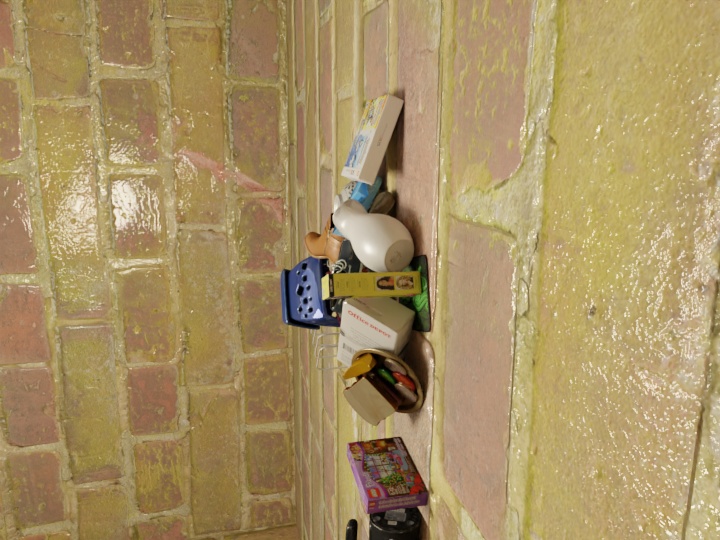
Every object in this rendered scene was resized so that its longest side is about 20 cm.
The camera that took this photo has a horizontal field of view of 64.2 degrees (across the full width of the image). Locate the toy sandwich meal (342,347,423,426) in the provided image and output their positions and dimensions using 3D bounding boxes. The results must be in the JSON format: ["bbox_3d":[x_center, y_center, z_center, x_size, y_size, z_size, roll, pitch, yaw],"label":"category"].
[{"bbox_3d":[0.042,0.257,1.257,0.204,0.070,0.206,23,136,24],"label":"toy sandwich meal"}]

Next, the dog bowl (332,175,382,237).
[{"bbox_3d":[-0.005,-0.166,1.447,0.201,0.049,0.111,-64,9,-21],"label":"dog bowl"}]

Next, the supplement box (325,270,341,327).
[{"bbox_3d":[-0.026,0.094,1.559,0.201,0.085,0.111,75,180,-50],"label":"supplement box"}]

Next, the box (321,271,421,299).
[{"bbox_3d":[0.022,0.032,1.205,0.075,0.199,0.050,151,116,-73],"label":"box"}]

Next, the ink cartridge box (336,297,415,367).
[{"bbox_3d":[0.032,0.150,1.299,0.146,0.084,0.201,29,136,21],"label":"ink cartridge box"}]

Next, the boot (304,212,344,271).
[{"bbox_3d":[-0.092,-0.092,1.580,0.200,0.076,0.156,53,149,41],"label":"boot"}]

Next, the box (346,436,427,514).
[{"bbox_3d":[0.056,0.459,1.305,0.200,0.136,0.039,-126,35,-65],"label":"box"}]

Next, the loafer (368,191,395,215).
[{"bbox_3d":[0.039,-0.116,1.418,0.200,0.067,0.076,-52,13,49],"label":"loafer"}]

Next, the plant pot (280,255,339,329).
[{"bbox_3d":[-0.131,0.077,1.743,0.179,0.200,0.201,-14,73,30],"label":"plant pot"}]

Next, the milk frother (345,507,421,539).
[{"bbox_3d":[0.071,0.623,1.340,0.200,0.180,0.189,-19,-68,-59],"label":"milk frother"}]

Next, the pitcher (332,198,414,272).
[{"bbox_3d":[0.042,-0.060,1.300,0.200,0.121,0.172,39,173,47],"label":"pitcher"}]

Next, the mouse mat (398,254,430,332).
[{"bbox_3d":[0.114,0.052,1.266,0.200,0.007,0.162,167,101,-75],"label":"mouse mat"}]

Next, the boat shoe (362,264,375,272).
[{"bbox_3d":[0.000,0.000,1.430,0.071,0.062,0.200,-60,22,20],"label":"boat shoe"}]

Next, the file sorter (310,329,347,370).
[{"bbox_3d":[-0.093,0.208,1.893,0.139,0.124,0.201,103,160,-46],"label":"file sorter"}]

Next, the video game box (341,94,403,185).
[{"bbox_3d":[0.023,-0.307,1.358,0.201,0.047,0.182,-70,19,6],"label":"video game box"}]

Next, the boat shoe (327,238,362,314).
[{"bbox_3d":[-0.041,0.009,1.370,0.075,0.062,0.201,-20,58,51],"label":"boat shoe"}]

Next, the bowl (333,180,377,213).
[{"bbox_3d":[-0.021,-0.166,1.592,0.201,0.094,0.202,177,90,-75],"label":"bowl"}]
